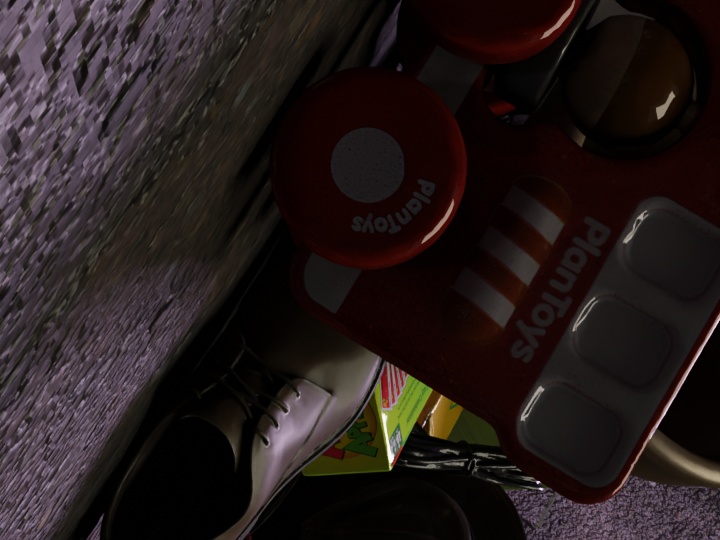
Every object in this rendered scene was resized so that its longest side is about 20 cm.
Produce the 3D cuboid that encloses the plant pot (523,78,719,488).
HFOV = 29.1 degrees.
[{"bbox_3d":[0.116,0.003,0.667,0.174,0.200,0.201,-14,-142,58],"label":"plant pot"}]

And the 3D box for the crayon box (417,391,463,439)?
[{"bbox_3d":[0.015,0.066,0.981,0.200,0.126,0.051,-52,147,-50],"label":"crayon box"}]

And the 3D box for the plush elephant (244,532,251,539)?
[{"bbox_3d":[-0.070,0.211,0.819,0.201,0.154,0.165,-58,177,-13],"label":"plush elephant"}]

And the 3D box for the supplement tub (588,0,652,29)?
[{"bbox_3d":[0.182,-0.215,0.782,0.146,0.145,0.200,-61,176,36],"label":"supplement tub"}]

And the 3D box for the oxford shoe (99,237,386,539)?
[{"bbox_3d":[-0.040,0.054,0.589,0.201,0.072,0.084,-58,175,-8],"label":"oxford shoe"}]

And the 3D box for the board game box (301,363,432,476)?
[{"bbox_3d":[0.010,0.018,0.742,0.200,0.047,0.102,-50,132,-66],"label":"board game box"}]

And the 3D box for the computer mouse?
[{"bbox_3d":[0.021,0.087,0.824,0.200,0.140,0.046,6,-98,59],"label":"computer mouse"}]

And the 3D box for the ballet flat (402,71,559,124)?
[{"bbox_3d":[0.092,-0.089,0.711,0.199,0.047,0.067,-10,161,-31],"label":"ballet flat"}]

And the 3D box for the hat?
[{"bbox_3d":[0.013,0.186,0.904,0.201,0.200,0.081,-57,159,-22],"label":"hat"}]

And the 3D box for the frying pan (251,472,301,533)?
[{"bbox_3d":[-0.103,0.168,1.000,0.190,0.031,0.115,-36,-160,32],"label":"frying pan"}]

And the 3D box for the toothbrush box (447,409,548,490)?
[{"bbox_3d":[0.100,0.096,1.075,0.199,0.086,0.146,-14,-158,47],"label":"toothbrush box"}]

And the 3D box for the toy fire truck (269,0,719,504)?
[{"bbox_3d":[0.069,-0.039,0.506,0.201,0.167,0.112,-58,177,-5],"label":"toy fire truck"}]
